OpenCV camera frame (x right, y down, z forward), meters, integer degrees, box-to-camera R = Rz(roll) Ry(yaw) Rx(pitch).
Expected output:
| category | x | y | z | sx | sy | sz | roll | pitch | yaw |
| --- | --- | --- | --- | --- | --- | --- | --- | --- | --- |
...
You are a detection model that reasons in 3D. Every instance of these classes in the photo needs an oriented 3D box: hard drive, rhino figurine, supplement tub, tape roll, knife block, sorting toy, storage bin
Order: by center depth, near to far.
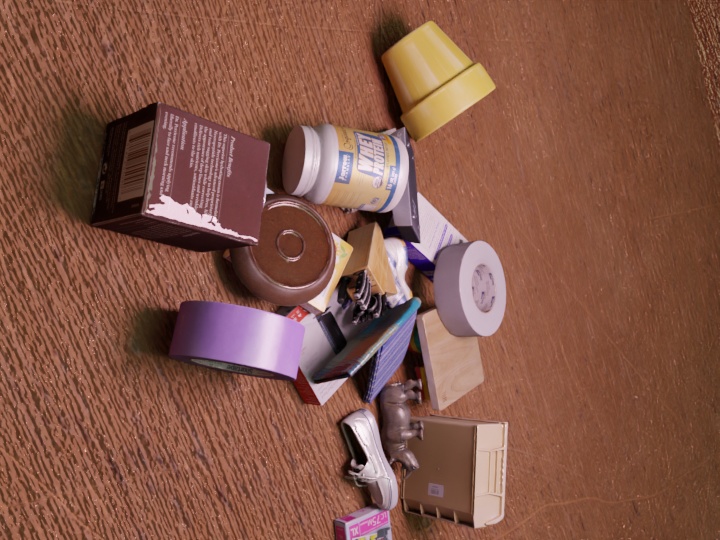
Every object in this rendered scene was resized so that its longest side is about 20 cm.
| category | x | y | z | sx | sy | sz | roll | pitch | yaw |
| --- | --- | --- | --- | --- | --- | --- | --- | --- | --- |
| tape roll | -0.190 | 0.112 | 1.151 | 0.200 | 0.199 | 0.085 | 23 | 71 | -40 |
| supplement tub | -0.029 | -0.186 | 1.340 | 0.199 | 0.145 | 0.145 | 5 | 83 | -25 |
| knife block | 0.000 | 0.000 | 1.359 | 0.175 | 0.064 | 0.201 | 18 | 55 | -66 |
| hard drive | 0.087 | -0.163 | 1.449 | 0.135 | 0.042 | 0.201 | 49 | 37 | -71 |
| rhino figurine | 0.083 | 0.320 | 1.485 | 0.060 | 0.087 | 0.201 | -4 | 91 | -81 |
| storage bin | 0.186 | 0.399 | 1.492 | 0.093 | 0.200 | 0.200 | 10 | 80 | -42 |
| tape roll | 0.233 | 0.040 | 1.560 | 0.200 | 0.066 | 0.201 | 10 | 77 | -50 |
| sorting toy | 0.173 | 0.170 | 1.573 | 0.200 | 0.069 | 0.200 | -18 | 99 | -52 |

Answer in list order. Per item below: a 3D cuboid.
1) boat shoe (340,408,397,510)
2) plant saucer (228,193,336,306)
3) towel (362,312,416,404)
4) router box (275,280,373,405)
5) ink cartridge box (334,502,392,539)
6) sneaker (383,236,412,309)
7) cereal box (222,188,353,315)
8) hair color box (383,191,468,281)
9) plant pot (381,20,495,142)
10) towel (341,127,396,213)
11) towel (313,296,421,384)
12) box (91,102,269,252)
| category | x | y | z | sx | sy | sz | roll | pitch | yaw |
| --- | --- | --- | --- | --- | --- | --- | --- | --- | --- |
| boat shoe | 0.006 | 0.372 | 1.408 | 0.086 | 0.074 | 0.203 | -19 | 96 | -41 |
| plant saucer | -0.124 | -0.040 | 1.260 | 0.199 | 0.034 | 0.201 | 8 | 74 | -28 |
| towel | 0.057 | 0.157 | 1.433 | 0.145 | 0.024 | 0.200 | -46 | 157 | -37 |
| router box | -0.066 | 0.117 | 1.374 | 0.200 | 0.049 | 0.180 | -44 | 116 | -37 |
| ink cartridge box | 0.013 | 0.564 | 1.426 | 0.119 | 0.042 | 0.201 | -7 | 94 | -44 |
| sneaker | 0.052 | 0.036 | 1.492 | 0.088 | 0.075 | 0.201 | -10 | 92 | -27 |
| cereal box | -0.123 | -0.033 | 1.301 | 0.200 | 0.039 | 0.144 | 34 | 62 | -17 |
| hair color box | 0.144 | -0.065 | 1.581 | 0.200 | 0.065 | 0.110 | 39 | 61 | -33 |
| plant pot | 0.147 | -0.400 | 1.531 | 0.201 | 0.200 | 0.189 | -40 | 99 | -38 |
| towel | 0.019 | -0.202 | 1.491 | 0.200 | 0.034 | 0.133 | -26 | 107 | -41 |
| towel | 0.012 | 0.124 | 1.306 | 0.200 | 0.147 | 0.022 | -42 | 98 | -30 |
| box | -0.269 | -0.130 | 1.116 | 0.199 | 0.164 | 0.167 | 16 | 76 | -42 |
